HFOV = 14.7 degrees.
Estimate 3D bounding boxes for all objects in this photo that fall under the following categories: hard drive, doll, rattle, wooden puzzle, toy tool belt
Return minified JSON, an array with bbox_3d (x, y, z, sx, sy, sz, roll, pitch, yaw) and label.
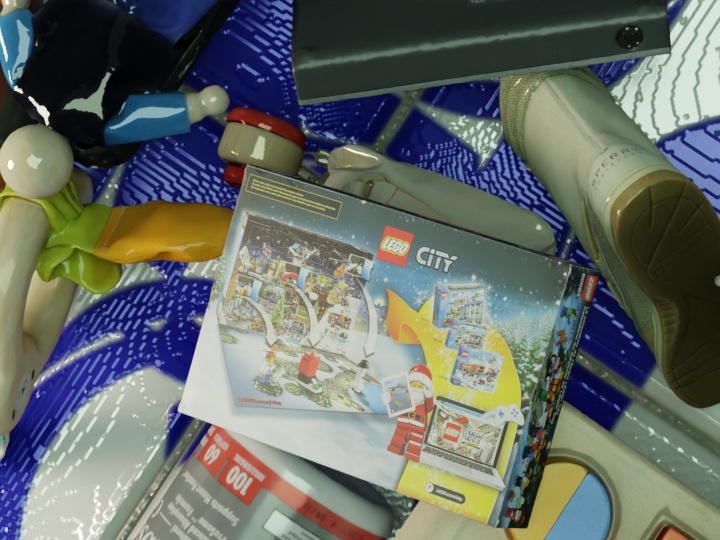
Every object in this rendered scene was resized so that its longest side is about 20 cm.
[{"bbox_3d":[0.062,-0.149,1.511,0.199,0.140,0.033,-7,124,5],"label":"hard drive"},{"bbox_3d":[-0.126,-0.123,1.487,0.136,0.048,0.200,32,76,6],"label":"doll"},{"bbox_3d":[-0.152,0.049,1.537,0.142,0.130,0.201,12,94,-7],"label":"rattle"},{"bbox_3d":[0.107,0.181,1.424,0.200,0.046,0.186,34,88,6],"label":"wooden puzzle"},{"bbox_3d":[0.000,0.000,1.521,0.199,0.125,0.123,21,83,5],"label":"toy tool belt"}]

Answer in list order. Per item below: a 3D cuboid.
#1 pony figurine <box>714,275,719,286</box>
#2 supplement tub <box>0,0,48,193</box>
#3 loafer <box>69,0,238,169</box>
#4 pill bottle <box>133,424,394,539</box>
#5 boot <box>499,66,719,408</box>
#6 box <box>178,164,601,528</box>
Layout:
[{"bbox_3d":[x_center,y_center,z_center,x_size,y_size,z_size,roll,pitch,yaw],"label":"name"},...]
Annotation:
[{"bbox_3d":[0.284,0.003,1.477,0.193,0.166,0.200,43,64,-23],"label":"pony figurine"},{"bbox_3d":[-0.220,-0.109,1.546,0.107,0.107,0.201,19,91,5],"label":"supplement tub"},{"bbox_3d":[-0.108,-0.147,1.553,0.068,0.070,0.201,28,93,-4],"label":"loafer"},{"bbox_3d":[-0.080,0.184,1.530,0.116,0.116,0.200,35,92,4],"label":"pill bottle"},{"bbox_3d":[0.148,-0.026,1.522,0.072,0.200,0.155,-35,47,-2],"label":"boot"},{"bbox_3d":[0.012,0.037,1.430,0.200,0.038,0.137,18,93,29],"label":"box"}]
